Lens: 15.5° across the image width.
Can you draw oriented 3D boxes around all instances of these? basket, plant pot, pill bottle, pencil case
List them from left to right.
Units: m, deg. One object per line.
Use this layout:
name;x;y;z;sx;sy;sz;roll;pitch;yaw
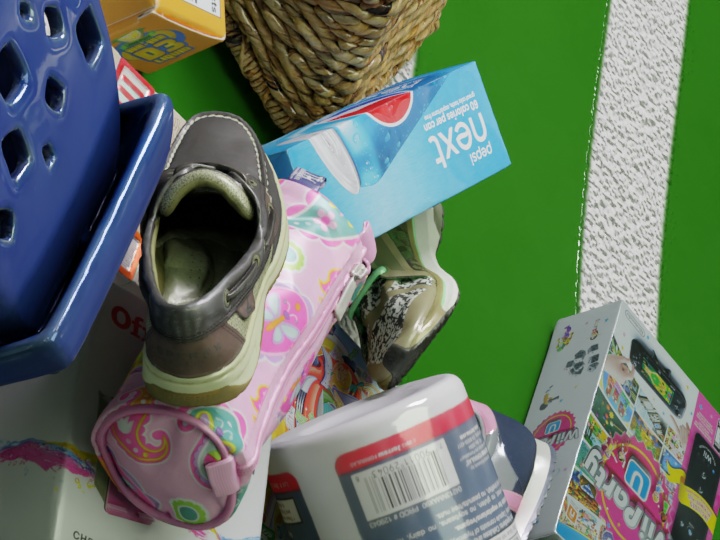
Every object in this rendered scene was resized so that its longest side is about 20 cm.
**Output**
plant pot;-0.213;-0.048;1.240;0.180;0.199;0.201;53;39;-32
pencil case;-0.060;0.038;1.338;0.088;0.087;0.200;54;39;-20
basket;-0.022;-0.197;1.634;0.142;0.149;0.200;32;41;6
pill bottle;0.033;0.169;1.449;0.119;0.119;0.201;-23;94;-53

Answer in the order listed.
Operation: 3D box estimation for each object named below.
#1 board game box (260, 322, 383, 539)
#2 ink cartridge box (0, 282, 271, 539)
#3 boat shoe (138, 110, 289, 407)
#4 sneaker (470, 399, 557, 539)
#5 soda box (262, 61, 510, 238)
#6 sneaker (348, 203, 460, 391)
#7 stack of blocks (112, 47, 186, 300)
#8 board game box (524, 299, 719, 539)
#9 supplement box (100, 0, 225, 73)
board game box;-0.031;0.129;1.513;0.135;0.034;0.201;47;43;-28
ink cartridge box;-0.127;0.122;1.356;0.144;0.084;0.201;33;49;-39
boat shoe;-0.072;-0.020;1.289;0.202;0.071;0.066;-85;178;-50
sneaker;0.053;0.162;1.590;0.082;0.070;0.201;37;43;-15
soda box;0.002;-0.058;1.507;0.200;0.064;0.068;-29;103;-52
sneaker;0.000;0.000;1.561;0.088;0.077;0.200;27;23;-18
stack of blocks;-0.119;-0.022;1.449;0.200;0.058;0.116;44;45;-31
board game box;0.167;0.144;1.731;0.148;0.064;0.201;47;44;-28
supplement box;-0.124;-0.219;1.525;0.069;0.066;0.202;23;58;-47
